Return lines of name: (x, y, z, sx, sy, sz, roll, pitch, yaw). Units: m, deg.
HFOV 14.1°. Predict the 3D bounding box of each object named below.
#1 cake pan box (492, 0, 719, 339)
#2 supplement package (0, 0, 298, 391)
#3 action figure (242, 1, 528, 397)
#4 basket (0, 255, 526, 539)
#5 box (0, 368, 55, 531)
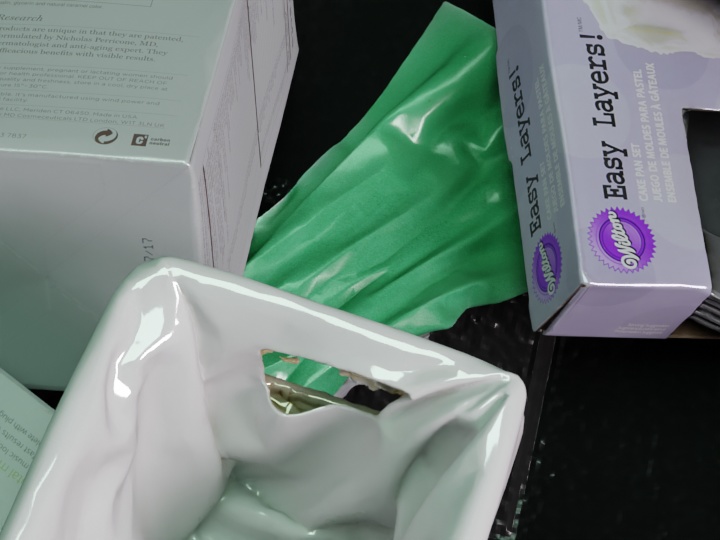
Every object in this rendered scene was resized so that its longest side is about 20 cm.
cake pan box: (0.145, -0.062, 1.095, 0.184, 0.052, 0.200, 3, 64, -17)
supplement package: (-0.092, -0.064, 1.043, 0.109, 0.114, 0.200, 4, 42, 7)
action figure: (0.000, 0.000, 1.084, 0.200, 0.055, 0.118, -39, 73, -22)
basket: (-0.042, 0.120, 0.889, 0.135, 0.123, 0.200, 18, 65, 8)
box: (-0.157, 0.131, 0.971, 0.144, 0.036, 0.200, 39, 81, -15)
